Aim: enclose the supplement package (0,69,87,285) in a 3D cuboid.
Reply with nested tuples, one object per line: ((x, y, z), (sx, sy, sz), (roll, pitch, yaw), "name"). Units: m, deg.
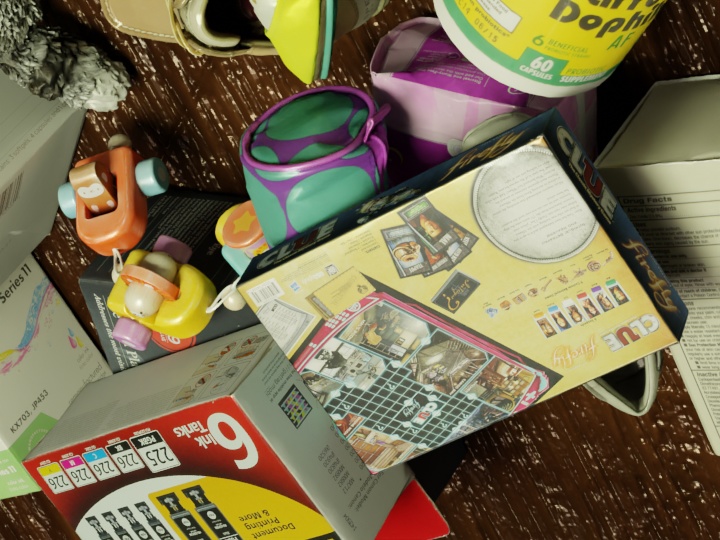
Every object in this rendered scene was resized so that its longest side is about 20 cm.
((-0.314, -0.064, 1.645), (0.200, 0.191, 0.147), (31, 137, 7), "supplement package")

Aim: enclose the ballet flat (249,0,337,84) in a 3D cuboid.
((-0.036, -0.176, 1.345), (0.067, 0.067, 0.200), (7, 143, -6), "ballet flat")

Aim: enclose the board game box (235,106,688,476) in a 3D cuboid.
((0.052, 0.015, 1.368), (0.200, 0.035, 0.136), (-25, 109, 28), "board game box")

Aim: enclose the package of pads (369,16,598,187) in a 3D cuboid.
((0.073, -0.042, 1.482), (0.120, 0.076, 0.200), (14, 133, 23), "package of pads")

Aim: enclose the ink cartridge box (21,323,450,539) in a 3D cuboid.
((-0.074, 0.137, 1.581), (0.200, 0.084, 0.176), (-20, 114, 43), "ink cartridge box")

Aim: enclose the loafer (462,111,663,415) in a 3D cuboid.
((0.114, -0.002, 1.399), (0.070, 0.070, 0.200), (-28, 127, 12), "loafer")

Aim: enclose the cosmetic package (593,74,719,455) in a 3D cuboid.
((0.217, -0.002, 1.407), (0.103, 0.087, 0.200), (-1, 127, 37), "cosmetic package")

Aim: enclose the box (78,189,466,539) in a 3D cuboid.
((-0.053, 0.062, 1.641), (0.182, 0.104, 0.200), (5, 129, 30), "box")

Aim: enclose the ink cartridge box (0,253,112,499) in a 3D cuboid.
((-0.261, 0.042, 1.758), (0.067, 0.117, 0.200), (-14, 118, 41), "ink cartridge box")

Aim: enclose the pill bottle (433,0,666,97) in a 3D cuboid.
((0.122, -0.186, 1.290), (0.113, 0.113, 0.200), (37, 138, 1), "pill bottle")

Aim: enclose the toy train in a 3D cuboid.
((-0.101, -0.036, 1.546), (0.200, 0.151, 0.056), (-12, 152, 24), "toy train")

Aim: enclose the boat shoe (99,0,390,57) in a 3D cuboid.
((-0.078, -0.158, 1.490), (0.200, 0.066, 0.074), (-2, 125, 36), "boat shoe")

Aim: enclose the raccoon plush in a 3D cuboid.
((-0.211, -0.194, 1.568), (0.200, 0.097, 0.134), (17, 128, -20), "raccoon plush")

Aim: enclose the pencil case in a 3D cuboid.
((0.000, 0.000, 1.452), (0.092, 0.085, 0.200), (0, 124, 32), "pencil case")
